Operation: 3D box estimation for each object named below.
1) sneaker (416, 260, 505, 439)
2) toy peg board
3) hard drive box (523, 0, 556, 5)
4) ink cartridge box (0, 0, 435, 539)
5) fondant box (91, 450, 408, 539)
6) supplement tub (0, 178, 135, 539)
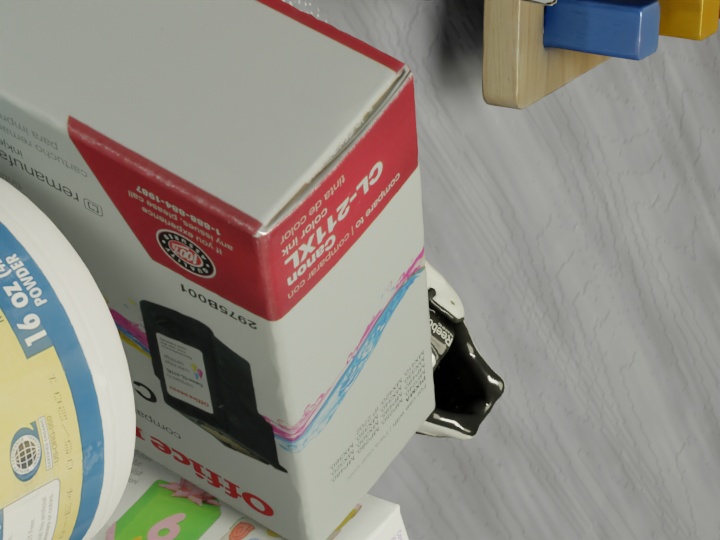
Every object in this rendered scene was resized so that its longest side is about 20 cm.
[{"bbox_3d":[0.000,0.000,1.041,0.074,0.080,0.200,-57,138,-19],"label":"sneaker"},{"bbox_3d":[0.140,-0.185,1.100,0.199,0.098,0.200,-33,128,-57],"label":"toy peg board"},{"bbox_3d":[0.065,-0.220,0.906,0.156,0.077,0.200,-59,158,-56],"label":"hard drive box"},{"bbox_3d":[-0.057,-0.010,0.865,0.083,0.146,0.200,-50,155,-27],"label":"ink cartridge box"},{"bbox_3d":[-0.091,0.149,0.924,0.200,0.144,0.058,-46,134,-31],"label":"fondant box"},{"bbox_3d":[-0.183,0.061,0.776,0.200,0.145,0.145,-29,124,-43],"label":"supplement tub"}]
